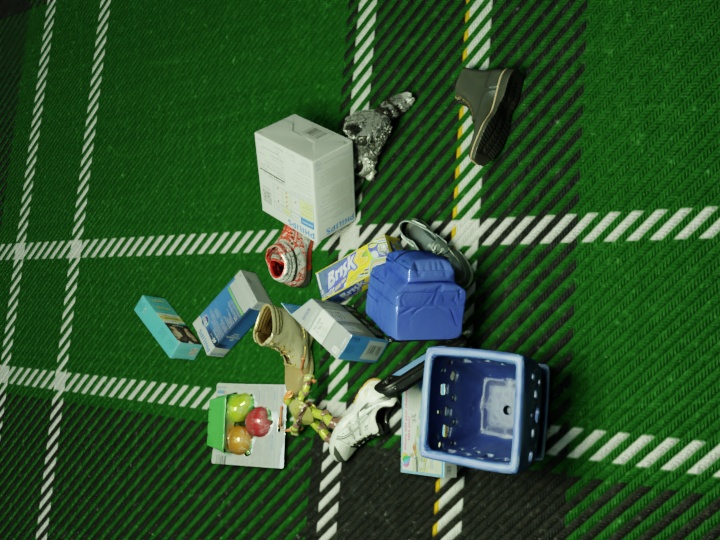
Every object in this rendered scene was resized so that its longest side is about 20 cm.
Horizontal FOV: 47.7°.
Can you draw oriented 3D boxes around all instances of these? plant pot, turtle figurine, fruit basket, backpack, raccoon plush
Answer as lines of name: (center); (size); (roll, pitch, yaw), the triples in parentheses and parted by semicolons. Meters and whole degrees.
plant pot: (0.235, 0.247, 1.466); (0.198, 0.179, 0.203); (1, 82, 35)
turtle figurine: (-0.108, 0.297, 1.745); (0.160, 0.064, 0.202); (28, 116, 19)
fruit basket: (-0.254, 0.355, 1.879); (0.197, 0.094, 0.188); (-2, 80, 21)
backpack: (0.105, 0.044, 1.590); (0.200, 0.160, 0.170); (-152, 69, -69)
raccoon plush: (0.047, -0.283, 1.782); (0.198, 0.135, 0.097); (-24, 47, -3)

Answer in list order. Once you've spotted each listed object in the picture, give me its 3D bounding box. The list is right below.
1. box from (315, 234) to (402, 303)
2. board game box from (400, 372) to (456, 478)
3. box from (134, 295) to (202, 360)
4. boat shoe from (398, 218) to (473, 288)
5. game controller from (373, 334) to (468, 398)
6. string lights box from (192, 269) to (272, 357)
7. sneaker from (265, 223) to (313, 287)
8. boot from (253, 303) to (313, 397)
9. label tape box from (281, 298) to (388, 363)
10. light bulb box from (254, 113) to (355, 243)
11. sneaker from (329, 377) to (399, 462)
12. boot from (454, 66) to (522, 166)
box: (0.000, 0.000, 1.756); (0.199, 0.064, 0.071); (-29, 66, 30)
board game box: (0.133, 0.297, 1.597); (0.134, 0.034, 0.203); (-11, 75, 54)
box: (-0.491, 0.145, 2.079); (0.200, 0.082, 0.049); (43, 106, 33)
boat shoe: (0.148, -0.036, 1.654); (0.073, 0.062, 0.200); (-52, 57, 17)
game controller: (0.116, 0.181, 1.571); (0.042, 0.199, 0.104); (63, 165, -10)
string lights box: (-0.311, 0.106, 1.968); (0.200, 0.059, 0.103); (-45, 58, 21)
sneaker: (-0.162, -0.066, 1.859); (0.067, 0.107, 0.204); (-9, 76, 34)
boot: (-0.170, 0.177, 1.791); (0.072, 0.155, 0.203); (4, 85, 36)
label tape box: (-0.054, 0.110, 1.725); (0.200, 0.143, 0.067); (42, 107, 33)
light bulb box: (-0.120, -0.204, 1.788); (0.197, 0.124, 0.202); (31, 137, 35)
sneaker: (0.008, 0.325, 1.685); (0.087, 0.075, 0.202); (37, 106, 30)
boot: (0.232, -0.314, 1.644); (0.137, 0.077, 0.202); (19, 80, 41)
